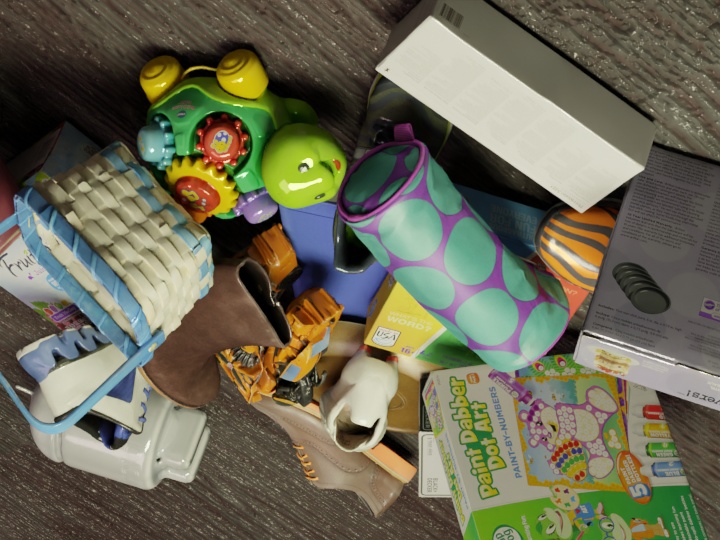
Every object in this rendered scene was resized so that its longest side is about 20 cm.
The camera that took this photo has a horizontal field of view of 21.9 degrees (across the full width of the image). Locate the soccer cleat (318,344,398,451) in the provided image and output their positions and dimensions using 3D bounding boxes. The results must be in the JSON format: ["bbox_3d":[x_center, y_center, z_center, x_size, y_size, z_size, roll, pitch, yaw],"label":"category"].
[{"bbox_3d":[-0.007,0.135,1.693,0.069,0.078,0.200,18,156,0],"label":"soccer cleat"}]

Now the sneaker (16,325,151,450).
[{"bbox_3d":[-0.218,0.103,1.743,0.080,0.198,0.116,-27,81,54],"label":"sneaker"}]

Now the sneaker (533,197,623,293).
[{"bbox_3d":[0.232,0.011,1.435,0.198,0.112,0.078,21,107,-19],"label":"sneaker"}]

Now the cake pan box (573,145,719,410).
[{"bbox_3d":[0.275,0.013,1.369,0.198,0.186,0.052,16,150,7],"label":"cake pan box"}]

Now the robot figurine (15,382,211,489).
[{"bbox_3d":[-0.256,0.155,1.913,0.198,0.114,0.170,16,152,10],"label":"robot figurine"}]

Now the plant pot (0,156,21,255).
[{"bbox_3d":[-0.381,-0.067,1.576,0.179,0.200,0.200,46,142,-6],"label":"plant pot"}]

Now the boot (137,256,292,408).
[{"bbox_3d":[-0.128,0.058,1.620,0.165,0.073,0.201,10,138,37],"label":"boot"}]

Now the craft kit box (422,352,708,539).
[{"bbox_3d":[0.170,0.166,1.555,0.195,0.202,0.049,-8,149,-13],"label":"craft kit box"}]

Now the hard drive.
[{"bbox_3d":[0.000,0.000,1.642,0.131,0.026,0.201,12,144,15],"label":"hard drive"}]

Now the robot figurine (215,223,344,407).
[{"bbox_3d":[-0.085,0.048,1.670,0.145,0.058,0.200,52,148,13],"label":"robot figurine"}]

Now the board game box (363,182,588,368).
[{"bbox_3d":[0.102,0.015,1.563,0.151,0.041,0.201,16,144,-8],"label":"board game box"}]

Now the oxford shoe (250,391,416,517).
[{"bbox_3d":[-0.039,0.175,1.837,0.199,0.073,0.071,34,177,-16],"label":"oxford shoe"}]

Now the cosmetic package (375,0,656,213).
[{"bbox_3d":[0.116,-0.129,1.382,0.199,0.051,0.082,34,142,-15],"label":"cosmetic package"}]

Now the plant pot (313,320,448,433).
[{"bbox_3d":[0.014,0.106,1.745,0.198,0.028,0.200,16,156,7],"label":"plant pot"}]

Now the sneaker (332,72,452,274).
[{"bbox_3d":[0.022,-0.075,1.468,0.073,0.081,0.201,18,133,4],"label":"sneaker"}]

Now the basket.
[{"bbox_3d":[-0.223,0.013,1.482,0.177,0.199,0.139,48,158,17],"label":"basket"}]

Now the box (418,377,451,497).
[{"bbox_3d":[0.151,0.153,1.688,0.198,0.061,0.117,0,143,3],"label":"box"}]

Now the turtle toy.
[{"bbox_3d":[-0.097,-0.095,1.501,0.198,0.102,0.146,0,140,29],"label":"turtle toy"}]

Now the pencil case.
[{"bbox_3d":[0.073,-0.014,1.429,0.200,0.093,0.085,44,158,-29],"label":"pencil case"}]

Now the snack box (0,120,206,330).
[{"bbox_3d":[-0.266,-0.032,1.709,0.168,0.068,0.199,38,141,-23],"label":"snack box"}]
